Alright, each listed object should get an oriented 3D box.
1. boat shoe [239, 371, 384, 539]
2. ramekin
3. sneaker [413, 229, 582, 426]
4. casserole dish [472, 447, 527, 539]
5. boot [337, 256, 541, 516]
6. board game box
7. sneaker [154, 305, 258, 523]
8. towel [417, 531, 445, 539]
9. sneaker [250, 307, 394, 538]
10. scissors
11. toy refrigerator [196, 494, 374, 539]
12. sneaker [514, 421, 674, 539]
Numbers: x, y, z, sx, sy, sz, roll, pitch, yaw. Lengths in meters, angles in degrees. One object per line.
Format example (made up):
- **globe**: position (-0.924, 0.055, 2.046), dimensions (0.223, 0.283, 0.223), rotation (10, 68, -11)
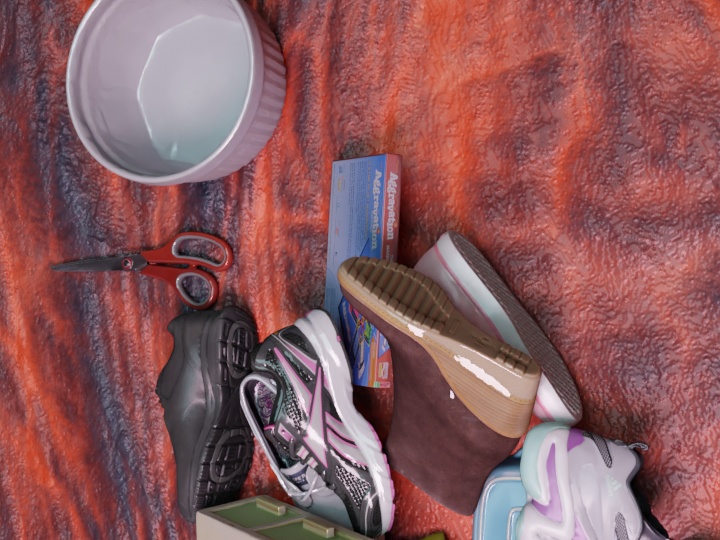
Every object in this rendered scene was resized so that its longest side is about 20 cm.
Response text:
- **boat shoe**: position (-0.047, 0.175, 1.360), dimensions (0.072, 0.068, 0.201), rotation (-28, 80, 18)
- **ramekin**: position (-0.162, -0.176, 1.411), dimensions (0.198, 0.105, 0.202), rotation (-1, 87, 23)
- **sneaker**: position (0.100, 0.073, 1.304), dimensions (0.105, 0.075, 0.201), rotation (-42, 70, 18)
- **casserole dish**: position (0.148, 0.250, 1.292), dimensions (0.120, 0.039, 0.202), rotation (1, 87, 22)
- **boot**: position (0.042, 0.099, 1.259), dimensions (0.199, 0.072, 0.167), rotation (34, 126, 12)
- **board game box**: position (0.000, 0.000, 1.348), dimensions (0.103, 0.019, 0.202), rotation (0, 87, 62)
- **sneaker**: position (-0.149, 0.133, 1.415), dimensions (0.090, 0.076, 0.202), rotation (2, 81, 33)
- **towel**: position (-0.012, 0.287, 1.309), dimensions (0.199, 0.086, 0.018), rotation (-23, 111, 3)
- **sneaker**: position (-0.038, 0.140, 1.307), dimensions (0.086, 0.080, 0.202), rotation (-20, 86, -13)
- **scissors**: position (-0.213, -0.014, 1.475), dimensions (0.198, 0.014, 0.074), rotation (13, 95, 24)
- **toy refrigerator**: position (-0.057, 0.247, 1.291), dimensions (0.199, 0.075, 0.071), rotation (10, 104, 53)
- **sneaker**: position (0.191, 0.229, 1.215), dimensions (0.139, 0.078, 0.202), rotation (7, 95, 17)
